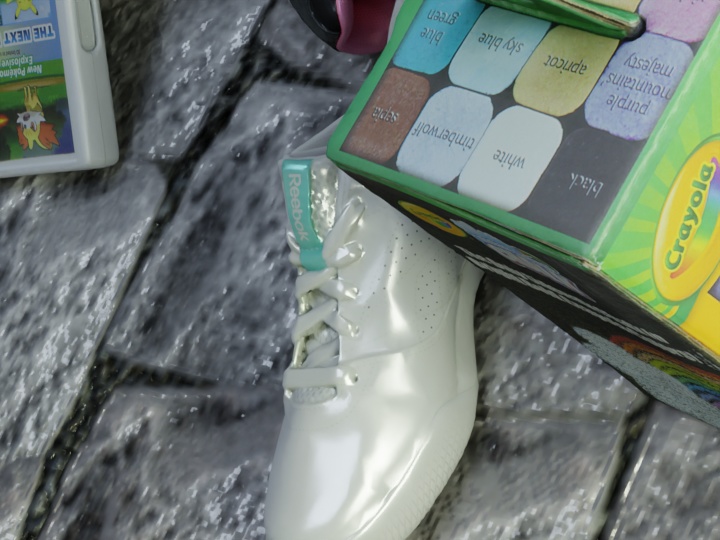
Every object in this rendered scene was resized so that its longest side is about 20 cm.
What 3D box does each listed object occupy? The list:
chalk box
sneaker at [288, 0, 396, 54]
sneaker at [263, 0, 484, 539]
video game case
[{"bbox_3d":[0.086,-0.045,0.704,0.125,0.200,0.124,24,81,52],"label":"chalk box"},{"bbox_3d":[0.041,-0.157,0.956,0.200,0.079,0.096,-43,55,20],"label":"sneaker"},{"bbox_3d":[0.000,0.000,0.854,0.075,0.088,0.201,3,65,46],"label":"sneaker"},{"bbox_3d":[-0.183,-0.129,1.122,0.200,0.022,0.183,-3,95,45],"label":"video game case"}]
